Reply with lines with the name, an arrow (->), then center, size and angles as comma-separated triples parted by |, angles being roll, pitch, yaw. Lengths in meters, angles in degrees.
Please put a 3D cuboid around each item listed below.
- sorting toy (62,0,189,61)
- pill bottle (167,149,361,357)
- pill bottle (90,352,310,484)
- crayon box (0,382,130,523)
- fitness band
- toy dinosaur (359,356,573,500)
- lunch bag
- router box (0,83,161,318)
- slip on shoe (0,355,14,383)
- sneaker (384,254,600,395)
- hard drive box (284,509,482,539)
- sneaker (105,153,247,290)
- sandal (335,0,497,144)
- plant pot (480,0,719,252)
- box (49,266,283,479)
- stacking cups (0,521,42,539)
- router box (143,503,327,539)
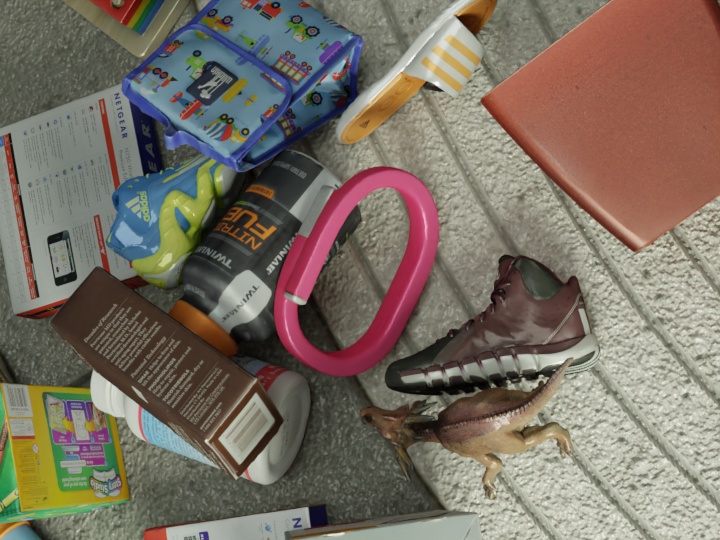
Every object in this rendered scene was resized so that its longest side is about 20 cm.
sorting toy -> -0.255, -0.364, 1.278 | 0.198, 0.070, 0.201 | 37, 96, 19
pill bottle -> -0.095, -0.007, 1.127 | 0.106, 0.107, 0.201 | 32, 71, 19
pill bottle -> -0.156, 0.125, 1.163 | 0.198, 0.109, 0.110 | 16, 88, 19
crayon box -> -0.303, 0.176, 1.158 | 0.058, 0.200, 0.120 | -17, 78, 15
fitness band -> 0.000, 0.000, 1.109 | 0.037, 0.143, 0.202 | 22, 85, 52
toy dinosaur -> 0.098, 0.135, 1.051 | 0.199, 0.134, 0.087 | -35, 51, 44
lunch bag -> -0.118, -0.176, 1.147 | 0.150, 0.095, 0.200 | 35, 58, 19
router box -> -0.293, -0.070, 1.257 | 0.177, 0.049, 0.203 | -16, 78, 16
slip on shoe -> -0.376, 0.160, 1.255 | 0.076, 0.060, 0.201 | -39, 72, 16
sneaker -> 0.115, 0.047, 1.107 | 0.197, 0.076, 0.117 | -9, 75, 7
hard drive box -> 0.015, 0.252, 1.018 | 0.154, 0.200, 0.078 | -7, 80, -7
sneaker -> -0.180, -0.083, 1.175 | 0.104, 0.076, 0.201 | 25, 59, 2
sandal -> 0.066, -0.179, 1.148 | 0.207, 0.079, 0.059 | -44, 73, 18
plant pot -> 0.239, -0.127, 1.027 | 0.199, 0.200, 0.177 | -35, 87, 11
box -> -0.172, 0.090, 1.065 | 0.199, 0.100, 0.075 | 33, 73, 26
stacking cups -> -0.348, 0.289, 1.233 | 0.200, 0.060, 0.061 | 41, 97, 18
router box -> -0.109, 0.336, 1.152 | 0.177, 0.049, 0.203 | -12, 79, 17
